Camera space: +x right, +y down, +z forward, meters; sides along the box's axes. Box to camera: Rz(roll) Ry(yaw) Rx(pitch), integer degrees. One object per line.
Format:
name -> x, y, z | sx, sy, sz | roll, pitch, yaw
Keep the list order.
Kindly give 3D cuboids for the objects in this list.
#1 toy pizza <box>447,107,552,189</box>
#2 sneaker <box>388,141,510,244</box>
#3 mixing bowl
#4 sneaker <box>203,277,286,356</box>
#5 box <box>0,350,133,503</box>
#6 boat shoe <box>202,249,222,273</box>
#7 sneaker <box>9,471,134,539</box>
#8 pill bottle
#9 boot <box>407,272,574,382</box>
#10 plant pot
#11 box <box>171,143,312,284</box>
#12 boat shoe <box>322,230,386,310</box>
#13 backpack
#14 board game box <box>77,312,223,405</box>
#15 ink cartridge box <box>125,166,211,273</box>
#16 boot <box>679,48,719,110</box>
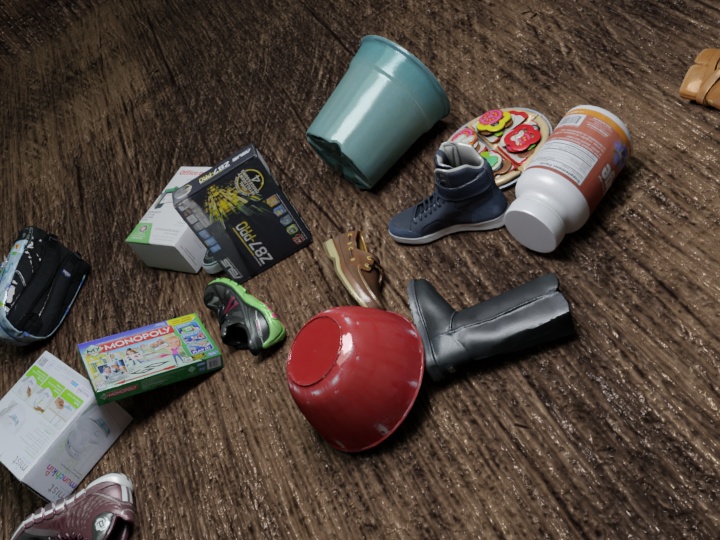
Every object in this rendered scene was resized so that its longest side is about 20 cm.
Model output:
toy pizza -> 0.215, -0.205, 1.328 | 0.198, 0.032, 0.202 | -18, 43, 18
sneaker -> 0.113, -0.118, 1.226 | 0.200, 0.147, 0.078 | -12, 46, 26
mixing bowl -> -0.026, 0.125, 1.065 | 0.199, 0.108, 0.202 | -26, 49, 33
sneaker -> -0.203, 0.074, 1.298 | 0.084, 0.077, 0.199 | -44, 40, -19
box -> -0.498, 0.249, 1.305 | 0.199, 0.097, 0.177 | 17, 62, 42
boat shoe -> -0.232, -0.087, 1.479 | 0.073, 0.068, 0.200 | 16, 61, 42
sneaker -> -0.402, 0.378, 1.136 | 0.199, 0.076, 0.116 | -34, 43, -1
pill bottle -> 0.289, -0.126, 1.142 | 0.111, 0.113, 0.201 | 19, 63, 43
boot -> 0.171, 0.046, 1.085 | 0.198, 0.066, 0.166 | -25, 49, 15
plant pot -> 0.019, -0.263, 1.404 | 0.197, 0.200, 0.200 | -51, 43, -9
box -> -0.194, -0.090, 1.356 | 0.160, 0.201, 0.049 | -28, 39, 5
boat shoe -> 0.000, 0.000, 1.239 | 0.067, 0.072, 0.201 | -33, 38, 3
backpack -> -0.631, 0.047, 1.561 | 0.152, 0.163, 0.202 | -24, 47, 24
board game box -> -0.335, 0.137, 1.289 | 0.198, 0.029, 0.135 | -16, 35, -25
ink cartridge box -> -0.326, -0.101, 1.543 | 0.145, 0.085, 0.201 | 5, 54, 36
boot -> 0.569, -0.306, 1.165 | 0.200, 0.074, 0.154 | -44, 37, -16
